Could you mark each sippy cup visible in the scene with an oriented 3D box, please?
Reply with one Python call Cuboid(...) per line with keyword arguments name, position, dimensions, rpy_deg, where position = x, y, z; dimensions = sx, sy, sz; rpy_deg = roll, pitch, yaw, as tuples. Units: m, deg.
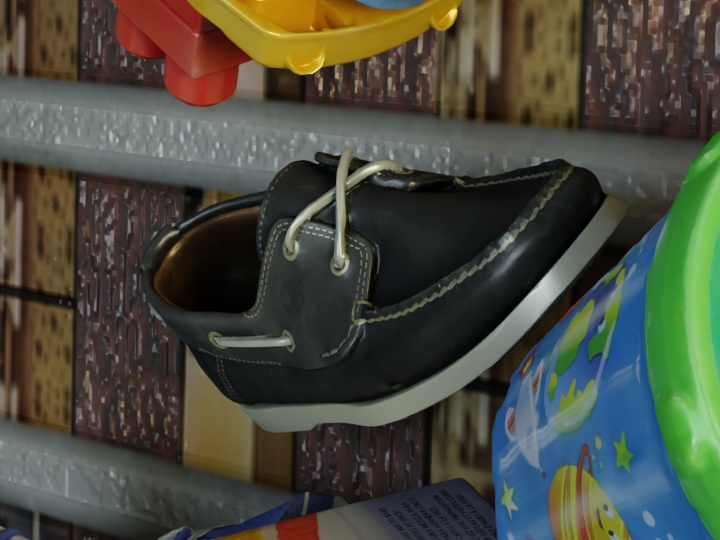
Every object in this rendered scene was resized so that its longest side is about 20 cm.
Cuboid(name="sippy cup", position=(0.100, 0.039, 0.680), dimensions=(0.140, 0.178, 0.130), rpy_deg=(51, 147, -2))

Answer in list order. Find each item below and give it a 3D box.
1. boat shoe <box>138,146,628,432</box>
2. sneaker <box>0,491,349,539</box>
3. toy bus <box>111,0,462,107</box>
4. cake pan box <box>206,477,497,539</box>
Cuboid(name="boat shoe", position=(0.000, 0.000, 0.798), dimensions=(0.068, 0.072, 0.200), rpy_deg=(48, 153, -15))
Cuboid(name="sneaker", position=(-0.094, 0.119, 0.903), dimensions=(0.115, 0.081, 0.199), rpy_deg=(38, 136, -13))
Cuboid(name="toy bus", position=(-0.018, -0.125, 0.809), dimensions=(0.200, 0.135, 0.193), rpy_deg=(41, 135, 37))
Cuboid(name="cake pan box", position=(-0.014, 0.134, 0.731), dimensions=(0.200, 0.183, 0.053), rpy_deg=(-134, 35, -59))
